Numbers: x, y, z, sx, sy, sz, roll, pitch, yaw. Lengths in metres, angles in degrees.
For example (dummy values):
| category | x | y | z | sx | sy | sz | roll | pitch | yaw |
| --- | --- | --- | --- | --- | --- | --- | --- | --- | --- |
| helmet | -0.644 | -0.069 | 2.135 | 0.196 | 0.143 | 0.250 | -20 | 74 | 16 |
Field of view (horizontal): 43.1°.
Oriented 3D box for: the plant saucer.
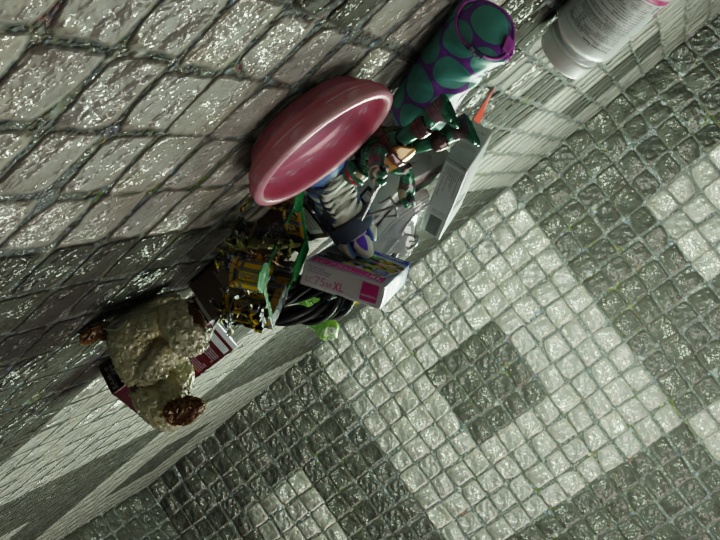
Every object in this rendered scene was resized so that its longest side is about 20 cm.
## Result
| category | x | y | z | sx | sy | sz | roll | pitch | yaw |
| --- | --- | --- | --- | --- | --- | --- | --- | --- | --- |
| plant saucer | -0.054 | -0.156 | 1.052 | 0.200 | 0.051 | 0.201 | -38 | 173 | -5 |

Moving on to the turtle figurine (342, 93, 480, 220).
| category | x | y | z | sx | sy | sz | roll | pitch | yaw |
| --- | --- | --- | --- | --- | --- | --- | --- | --- | --- |
| turtle figurine | 0.045 | -0.139 | 1.146 | 0.198 | 0.102 | 0.149 | -31 | 169 | 23 |

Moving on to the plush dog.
| category | x | y | z | sx | sy | sz | roll | pitch | yaw |
| --- | --- | --- | --- | --- | --- | --- | --- | --- | --- |
| plush dog | -0.277 | 0.135 | 1.230 | 0.158 | 0.175 | 0.199 | -21 | -170 | -19 |

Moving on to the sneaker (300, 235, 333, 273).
| category | x | y | z | sx | sy | sz | roll | pitch | yaw |
| --- | --- | --- | --- | --- | --- | --- | --- | --- | --- |
| sneaker | -0.111 | -0.027 | 1.455 | 0.199 | 0.080 | 0.078 | -37 | 168 | 10 |

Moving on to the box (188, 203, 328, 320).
| category | x | y | z | sx | sy | sz | roll | pitch | yaw |
| --- | --- | --- | --- | --- | --- | --- | --- | --- | --- |
| box | -0.152 | -0.015 | 1.376 | 0.199 | 0.075 | 0.100 | -41 | 172 | 14 |

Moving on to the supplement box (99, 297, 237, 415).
| category | x | y | z | sx | sy | sz | roll | pitch | yaw |
| --- | --- | --- | --- | --- | --- | --- | --- | --- | --- |
| supplement box | -0.310 | 0.142 | 1.486 | 0.199 | 0.061 | 0.109 | -37 | 147 | -7 |

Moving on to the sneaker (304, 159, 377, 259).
| category | x | y | z | sx | sy | sz | roll | pitch | yaw |
| --- | --- | --- | --- | --- | --- | --- | --- | --- | --- |
| sneaker | -0.019 | -0.089 | 1.249 | 0.080 | 0.147 | 0.200 | -35 | 174 | -9 |

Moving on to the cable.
| category | x | y | z | sx | sy | sz | roll | pitch | yaw |
| --- | --- | --- | --- | --- | --- | --- | --- | --- | --- |
| cable | -0.102 | 0.053 | 1.284 | 0.198 | 0.052 | 0.162 | -17 | -159 | -40 |

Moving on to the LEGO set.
| category | x | y | z | sx | sy | sz | roll | pitch | yaw |
| --- | --- | --- | --- | --- | --- | --- | --- | --- | --- |
| LEGO set | -0.148 | -0.023 | 1.171 | 0.155 | 0.114 | 0.202 | 79 | 25 | -58 |

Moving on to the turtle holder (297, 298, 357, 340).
| category | x | y | z | sx | sy | sz | roll | pitch | yaw |
| --- | --- | --- | --- | --- | --- | --- | --- | --- | --- |
| turtle holder | -0.045 | 0.013 | 1.609 | 0.142 | 0.130 | 0.188 | 113 | -4 | -56 |

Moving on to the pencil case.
| category | x | y | z | sx | sy | sz | roll | pitch | yaw |
| --- | --- | --- | --- | --- | --- | --- | --- | --- | --- |
| pencil case | 0.113 | -0.244 | 1.142 | 0.085 | 0.092 | 0.200 | -49 | -178 | -32 |

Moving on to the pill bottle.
| category | x | y | z | sx | sy | sz | roll | pitch | yaw |
| --- | --- | --- | --- | --- | --- | --- | --- | --- | --- |
| pill bottle | 0.375 | -0.395 | 1.396 | 0.113 | 0.114 | 0.200 | -30 | 171 | -43 |

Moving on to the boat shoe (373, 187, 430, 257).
| category | x | y | z | sx | sy | sz | roll | pitch | yaw |
| --- | --- | --- | --- | --- | --- | --- | --- | --- | --- |
| boat shoe | 0.061 | -0.054 | 1.485 | 0.200 | 0.069 | 0.072 | -46 | 170 | 37 |

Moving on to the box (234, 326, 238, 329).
| category | x | y | z | sx | sy | sz | roll | pitch | yaw |
| --- | --- | --- | --- | --- | --- | --- | --- | --- | --- |
| box | -0.191 | 0.037 | 1.603 | 0.157 | 0.049 | 0.200 | -35 | 172 | -20 |

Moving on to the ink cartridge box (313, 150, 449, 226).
| category | x | y | z | sx | sy | sz | roll | pitch | yaw |
| --- | --- | --- | --- | --- | --- | --- | --- | --- | --- |
| ink cartridge box | 0.035 | -0.136 | 1.476 | 0.145 | 0.085 | 0.200 | -30 | 169 | -48 |

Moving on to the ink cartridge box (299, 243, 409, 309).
| category | x | y | z | sx | sy | sz | roll | pitch | yaw |
| --- | --- | --- | --- | --- | --- | --- | --- | --- | --- |
| ink cartridge box | 0.000 | 0.000 | 1.303 | 0.200 | 0.118 | 0.043 | -32 | 139 | -73 |

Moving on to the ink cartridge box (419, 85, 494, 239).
| category | x | y | z | sx | sy | sz | roll | pitch | yaw |
| --- | --- | --- | --- | --- | --- | --- | --- | --- | --- |
| ink cartridge box | 0.169 | -0.170 | 1.469 | 0.174 | 0.043 | 0.201 | -54 | 170 | -29 |
